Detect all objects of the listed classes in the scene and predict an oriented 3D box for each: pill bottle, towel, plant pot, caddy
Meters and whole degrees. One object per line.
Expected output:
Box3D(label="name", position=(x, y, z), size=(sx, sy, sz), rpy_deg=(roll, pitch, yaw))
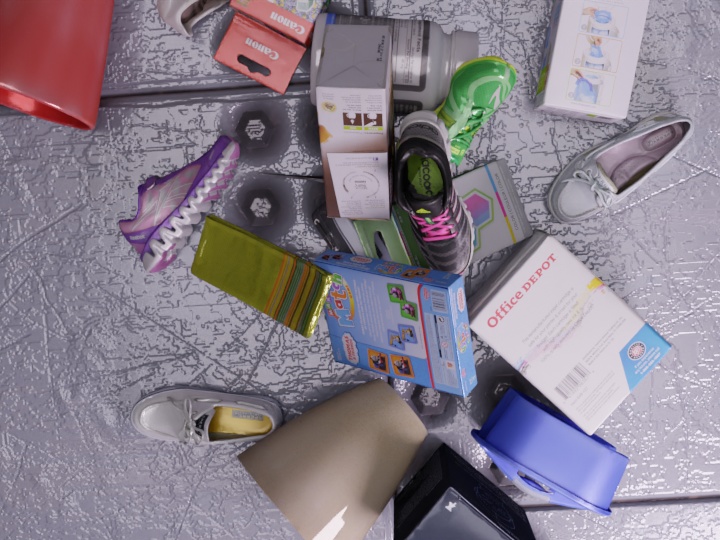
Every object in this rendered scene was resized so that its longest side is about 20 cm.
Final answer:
Box3D(label="pill bottle", position=(0.042, -0.250, 1.299), size=(0.198, 0.114, 0.115), rpy_deg=(5, 96, 1))
Box3D(label="towel", position=(-0.128, 0.005, 1.332), size=(0.199, 0.018, 0.087), rpy_deg=(26, 103, 25))
Box3D(label="plant pot", position=(-0.019, 0.236, 1.330), size=(0.200, 0.187, 0.188), rpy_deg=(-41, 93, -10))
Box3D(label="caddy", position=(0.234, 0.233, 1.326), size=(0.199, 0.141, 0.105), rpy_deg=(30, 91, 0))
Box3D(label="plant pot", position=(-0.390, -0.287, 1.284), size=(0.199, 0.200, 0.179), rpy_deg=(18, 86, 0))

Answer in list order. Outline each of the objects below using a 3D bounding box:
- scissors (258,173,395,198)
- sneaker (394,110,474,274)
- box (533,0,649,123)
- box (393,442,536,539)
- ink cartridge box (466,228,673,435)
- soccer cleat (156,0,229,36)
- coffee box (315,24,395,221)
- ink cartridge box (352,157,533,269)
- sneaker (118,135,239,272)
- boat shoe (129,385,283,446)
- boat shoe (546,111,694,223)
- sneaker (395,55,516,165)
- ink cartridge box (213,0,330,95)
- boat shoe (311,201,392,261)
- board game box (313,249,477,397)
Box3D(label="scissors", position=(-0.029, -0.116, 1.359), size=(0.199, 0.073, 0.014), rpy_deg=(10, 116, 24))
Box3D(label="sneaker", position=(0.078, -0.074, 1.204), size=(0.073, 0.088, 0.201), rpy_deg=(-5, 116, 19))
Box3D(label="box", position=(0.282, -0.288, 1.287), size=(0.100, 0.112, 0.202), rpy_deg=(10, 95, 2))
Box3D(label="box", position=(0.128, 0.321, 1.307), size=(0.148, 0.200, 0.107), rpy_deg=(40, 95, -2))
Box3D(label="ink cartridge box", position=(0.246, 0.069, 1.306), size=(0.200, 0.145, 0.147), rpy_deg=(43, 95, -2))
Box3D(label="soccer cleat", position=(-0.170, -0.376, 1.314), size=(0.200, 0.069, 0.078), rpy_deg=(-46, 68, 11))
Box3D(label="coffee box", position=(-0.002, -0.167, 1.226), size=(0.079, 0.115, 0.201), rpy_deg=(2, 138, 5))
Box3D(label="ink cartridge box", position=(0.103, -0.053, 1.311), size=(0.199, 0.059, 0.105), rpy_deg=(-23, 95, -16))
Box3D(label="sneaker", position=(-0.234, -0.097, 1.345), size=(0.088, 0.080, 0.201), rpy_deg=(40, 96, 6))
Box3D(label="boat shoe", position=(-0.202, 0.195, 1.363), size=(0.200, 0.086, 0.075), rpy_deg=(4, 96, 1))
Box3D(label="boat shoe", position=(0.322, -0.130, 1.325), size=(0.201, 0.065, 0.075), rpy_deg=(-32, 93, 5))
Box3D(label="sneaker", position=(0.117, -0.168, 1.243), size=(0.074, 0.084, 0.200), rpy_deg=(18, 136, -27))
Box3D(label="ink cartridge box", position=(-0.100, -0.335, 1.327), size=(0.108, 0.050, 0.201), rpy_deg=(26, 95, -1))
Box3D(label="boat shoe", position=(0.000, 0.000, 1.352), size=(0.066, 0.070, 0.201), rpy_deg=(-24, 103, 28))
Box3D(label="board game box", position=(0.041, 0.062, 1.289), size=(0.199, 0.037, 0.152), rpy_deg=(11, 124, 35))
